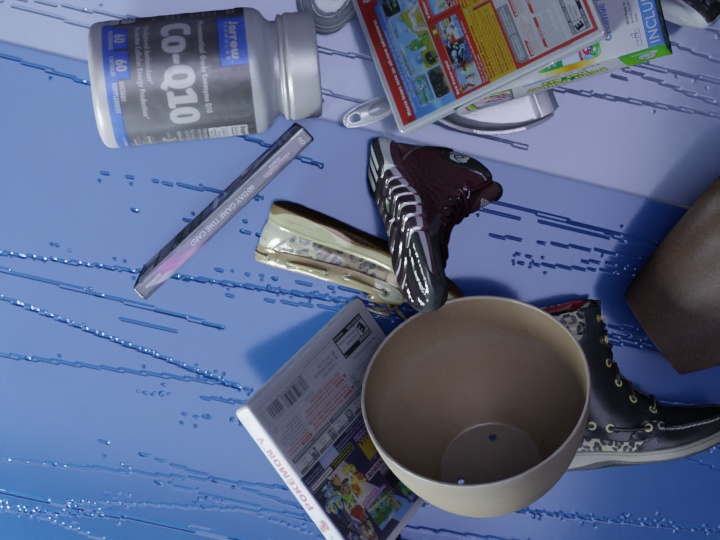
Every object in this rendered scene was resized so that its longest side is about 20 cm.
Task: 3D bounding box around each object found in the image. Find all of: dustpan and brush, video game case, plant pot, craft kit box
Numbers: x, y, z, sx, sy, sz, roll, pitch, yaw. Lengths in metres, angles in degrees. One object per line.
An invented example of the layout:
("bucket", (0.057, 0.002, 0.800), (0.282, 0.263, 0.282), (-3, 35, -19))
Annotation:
("dustpan and brush", (0.075, -0.173, 1.322), (0.199, 0.057, 0.140), (-22, 96, -1))
("video game case", (-0.122, -0.057, 1.281), (0.200, 0.143, 0.019), (-43, 99, 1))
("plant pot", (0.351, 0.003, 1.312), (0.200, 0.187, 0.187), (-37, 97, 14))
("plant pot", (0.109, 0.142, 1.282), (0.199, 0.201, 0.135), (-17, 139, -2))
("video game case", (0.100, -0.224, 1.246), (0.199, 0.017, 0.144), (-24, 77, 20))
("video game case", (-0.003, 0.147, 1.300), (0.023, 0.200, 0.183), (-30, 99, 40))
("craft kit box", (0.155, -0.259, 1.257), (0.197, 0.048, 0.201), (-13, 81, 19))

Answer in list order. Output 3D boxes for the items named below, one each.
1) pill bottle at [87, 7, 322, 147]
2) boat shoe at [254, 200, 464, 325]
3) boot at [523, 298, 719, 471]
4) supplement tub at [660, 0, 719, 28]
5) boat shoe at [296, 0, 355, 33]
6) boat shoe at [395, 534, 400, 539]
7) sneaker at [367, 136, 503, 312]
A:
("pill bottle", (-0.137, -0.176, 1.283), (0.199, 0.114, 0.114), (-7, 96, -3))
("boat shoe", (0.000, 0.000, 1.336), (0.199, 0.073, 0.063), (25, 100, 5))
("boot", (0.245, 0.103, 1.352), (0.203, 0.073, 0.154), (-8, 97, 3))
("supplement tub", (0.312, -0.331, 1.290), (0.122, 0.123, 0.201), (29, 93, -6))
("boat shoe", (-0.009, -0.315, 1.297), (0.070, 0.072, 0.202), (19, 95, -5))
("boat shoe", (0.000, 0.257, 1.357), (0.084, 0.069, 0.201), (-8, 96, -3))
("sneaker", (0.081, -0.050, 1.287), (0.115, 0.201, 0.076), (-4, 139, -14))
